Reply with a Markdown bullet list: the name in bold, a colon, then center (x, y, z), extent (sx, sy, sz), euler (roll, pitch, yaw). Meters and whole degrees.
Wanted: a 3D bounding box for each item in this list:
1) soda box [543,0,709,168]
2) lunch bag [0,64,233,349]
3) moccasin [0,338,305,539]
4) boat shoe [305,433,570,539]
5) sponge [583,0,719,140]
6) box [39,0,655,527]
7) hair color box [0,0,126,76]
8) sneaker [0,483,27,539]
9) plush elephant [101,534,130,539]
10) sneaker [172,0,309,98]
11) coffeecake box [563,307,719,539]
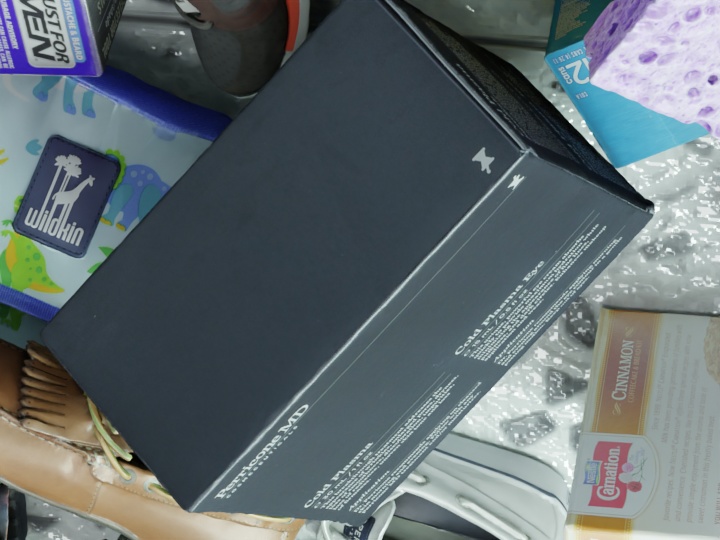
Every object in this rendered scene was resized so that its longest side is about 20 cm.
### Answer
- **soda box**: center (0.179, -0.117, 1.106), extent (0.199, 0.064, 0.068), euler (-20, 122, 27)
- **lunch bag**: center (-0.147, -0.009, 1.236), extent (0.169, 0.128, 0.201), euler (23, 117, -9)
- **moccasin**: center (-0.110, 0.071, 1.168), extent (0.201, 0.074, 0.078), euler (33, 115, -14)
- **boat shoe**: center (0.007, 0.112, 1.330), extent (0.198, 0.066, 0.074), euler (11, 131, 3)
- **sponge**: center (0.197, -0.083, 1.047), extent (0.199, 0.030, 0.112), euler (22, 129, -26)
- **box**: center (0.000, 0.000, 1.113), extent (0.200, 0.182, 0.104), euler (-47, 70, 10)
- **hair color box**: center (-0.197, -0.141, 1.139), extent (0.198, 0.110, 0.065), euler (2, 135, 10)
- **sneaker**: center (-0.241, 0.116, 1.394), extent (0.111, 0.078, 0.200), euler (-17, 134, 20)
- **plush elephant**: center (-0.095, 0.192, 1.359), extent (0.198, 0.155, 0.166), euler (8, 130, 7)
- **sneaker**: center (-0.075, -0.143, 1.106), extent (0.077, 0.082, 0.201), euler (43, 153, 34)
- **coffeecake box**: center (0.199, 0.098, 1.217), extent (0.198, 0.154, 0.073), euler (4, 129, 10)
